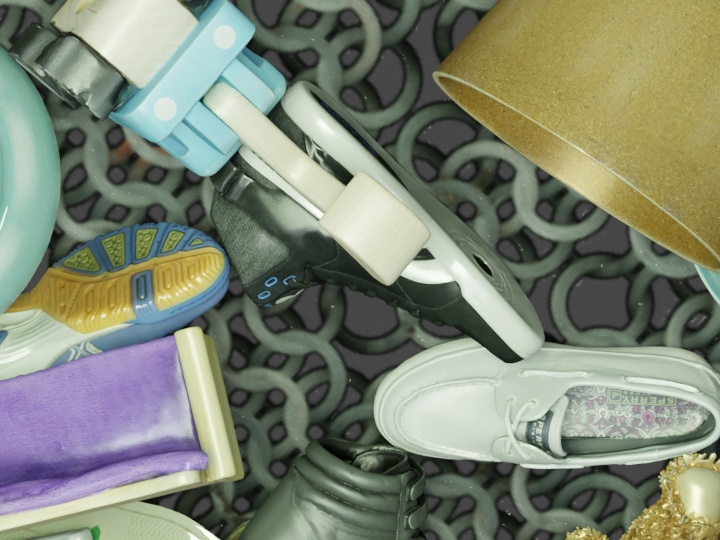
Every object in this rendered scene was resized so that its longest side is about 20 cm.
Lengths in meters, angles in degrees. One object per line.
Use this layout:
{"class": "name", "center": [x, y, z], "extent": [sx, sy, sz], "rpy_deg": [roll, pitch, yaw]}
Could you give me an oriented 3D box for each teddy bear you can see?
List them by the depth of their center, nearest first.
{"class": "teddy bear", "center": [0.170, 0.186, 1.372], "extent": [0.145, 0.067, 0.200], "rpy_deg": [0, 123, -26]}

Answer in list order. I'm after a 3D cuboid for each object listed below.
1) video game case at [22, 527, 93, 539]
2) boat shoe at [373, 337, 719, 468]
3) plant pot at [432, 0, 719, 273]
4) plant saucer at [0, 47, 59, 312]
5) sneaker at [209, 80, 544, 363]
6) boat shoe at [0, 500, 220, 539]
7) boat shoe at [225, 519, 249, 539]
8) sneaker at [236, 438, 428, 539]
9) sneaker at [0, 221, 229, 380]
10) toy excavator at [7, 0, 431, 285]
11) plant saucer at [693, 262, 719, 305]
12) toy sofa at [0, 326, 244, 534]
{"class": "video game case", "center": [-0.212, 0.255, 1.312], "extent": [0.182, 0.022, 0.200], "rpy_deg": [-12, 92, 12]}
{"class": "boat shoe", "center": [0.107, 0.082, 1.351], "extent": [0.200, 0.069, 0.072], "rpy_deg": [4, 106, 0]}
{"class": "plant pot", "center": [0.168, -0.132, 1.251], "extent": [0.186, 0.186, 0.200], "rpy_deg": [33, 89, -8]}
{"class": "plant saucer", "center": [-0.265, -0.050, 1.304], "extent": [0.200, 0.027, 0.200], "rpy_deg": [0, 83, 3]}
{"class": "sneaker", "center": [0.000, 0.000, 1.335], "extent": [0.200, 0.073, 0.112], "rpy_deg": [46, 104, -2]}
{"class": "boat shoe", "center": [-0.122, 0.157, 1.329], "extent": [0.200, 0.068, 0.072], "rpy_deg": [26, 95, 13]}
{"class": "boat shoe", "center": [-0.078, 0.243, 1.399], "extent": [0.073, 0.063, 0.201], "rpy_deg": [22, 102, -4]}
{"class": "sneaker", "center": [0.032, 0.162, 1.364], "extent": [0.200, 0.071, 0.099], "rpy_deg": [25, 99, -21]}
{"class": "sneaker", "center": [-0.152, 0.042, 1.347], "extent": [0.200, 0.075, 0.088], "rpy_deg": [-22, 126, 17]}
{"class": "toy excavator", "center": [-0.065, -0.083, 1.255], "extent": [0.200, 0.194, 0.100], "rpy_deg": [40, 86, -22]}
{"class": "plant saucer", "center": [0.273, -0.046, 1.301], "extent": [0.200, 0.027, 0.200], "rpy_deg": [-1, 86, 21]}
{"class": "toy sofa", "center": [-0.168, 0.092, 1.260], "extent": [0.200, 0.098, 0.083], "rpy_deg": [-14, 82, 7]}
